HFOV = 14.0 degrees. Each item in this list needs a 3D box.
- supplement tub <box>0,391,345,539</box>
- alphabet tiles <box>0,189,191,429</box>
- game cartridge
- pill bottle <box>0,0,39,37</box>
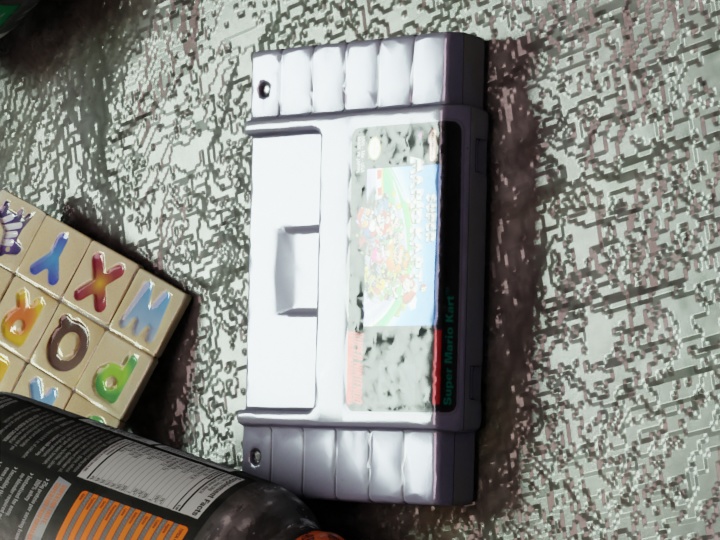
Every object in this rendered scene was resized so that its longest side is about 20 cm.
[{"bbox_3d":[-0.100,0.136,1.283,0.199,0.122,0.123,18,100,26],"label":"supplement tub"},{"bbox_3d":[-0.191,0.047,1.432,0.199,0.008,0.168,28,90,34],"label":"alphabet tiles"},{"bbox_3d":[0.000,0.000,1.278,0.129,0.038,0.202,-3,85,49],"label":"game cartridge"},{"bbox_3d":[-0.185,-0.181,1.421,0.200,0.113,0.114,-42,59,36],"label":"pill bottle"}]
